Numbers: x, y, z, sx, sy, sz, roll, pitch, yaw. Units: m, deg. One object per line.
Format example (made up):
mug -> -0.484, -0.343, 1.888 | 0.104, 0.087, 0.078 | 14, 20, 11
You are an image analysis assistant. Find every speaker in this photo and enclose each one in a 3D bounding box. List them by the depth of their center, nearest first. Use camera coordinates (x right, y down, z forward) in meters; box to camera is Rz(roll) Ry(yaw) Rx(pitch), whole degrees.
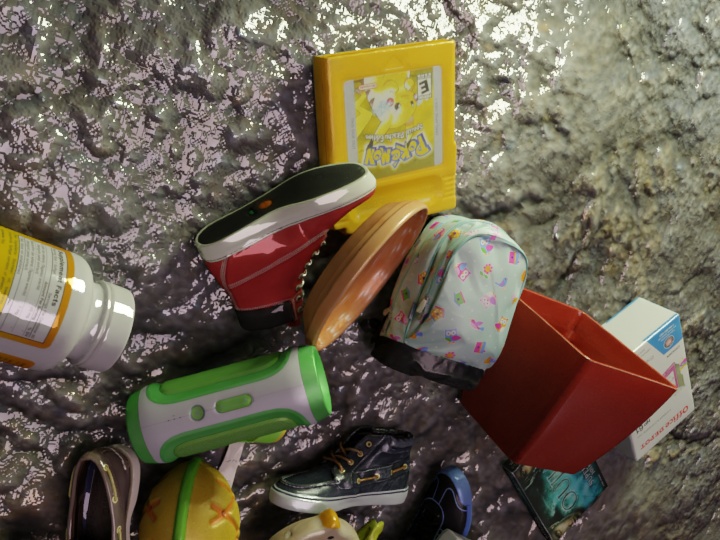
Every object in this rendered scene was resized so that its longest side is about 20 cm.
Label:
speaker -> -0.134, 0.138, 0.846 | 0.199, 0.089, 0.089 | -15, 118, 2

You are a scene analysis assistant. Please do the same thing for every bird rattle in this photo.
bird rattle -> -0.063, 0.355, 0.987 | 0.199, 0.113, 0.164 | -23, 128, 4

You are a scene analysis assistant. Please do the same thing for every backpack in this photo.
backpack -> 0.114, 0.035, 0.987 | 0.166, 0.126, 0.201 | 19, 93, -32

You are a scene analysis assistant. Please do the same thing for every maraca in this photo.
maraca -> -0.185, 0.301, 0.873 | 0.106, 0.137, 0.201 | 3, 74, 2

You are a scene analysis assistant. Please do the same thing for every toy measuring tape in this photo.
toy measuring tape -> -0.122, 0.195, 0.926 | 0.073, 0.073, 0.201 | 14, 98, -35

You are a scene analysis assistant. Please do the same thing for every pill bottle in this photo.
pill bottle -> -0.308, 0.024, 0.720 | 0.199, 0.111, 0.112 | 24, 93, -36

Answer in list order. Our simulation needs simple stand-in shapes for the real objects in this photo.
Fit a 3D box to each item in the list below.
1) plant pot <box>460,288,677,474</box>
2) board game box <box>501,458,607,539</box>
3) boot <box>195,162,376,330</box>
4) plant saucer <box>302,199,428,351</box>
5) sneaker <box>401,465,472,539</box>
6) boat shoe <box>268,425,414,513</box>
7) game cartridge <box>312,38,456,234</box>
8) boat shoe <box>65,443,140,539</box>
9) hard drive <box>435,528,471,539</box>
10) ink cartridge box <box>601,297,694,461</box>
plant pot -> 0.251, 0.154, 1.087 | 0.199, 0.200, 0.177 | 20, 107, -36
board game box -> 0.305, 0.320, 1.270 | 0.135, 0.028, 0.200 | -42, 124, -14
boot -> -0.059, -0.020, 0.883 | 0.199, 0.072, 0.145 | -28, 122, -5
plant saucer -> 0.000, 0.000, 0.894 | 0.200, 0.037, 0.200 | -49, 169, -13
sneaker -> 0.096, 0.367, 1.127 | 0.078, 0.070, 0.201 | -4, 110, -39
boat shoe -> -0.021, 0.242, 1.016 | 0.199, 0.071, 0.092 | 6, 96, -37
game cartridge -> 0.034, -0.151, 0.927 | 0.175, 0.032, 0.201 | -16, 114, -27
boat shoe -> -0.267, 0.281, 0.830 | 0.059, 0.071, 0.201 | 17, 76, -70
hard drive -> 0.124, 0.432, 1.126 | 0.132, 0.027, 0.200 | -52, 142, -4
ink cartridge box -> 0.427, 0.168, 1.260 | 0.144, 0.085, 0.201 | -34, 123, -19
